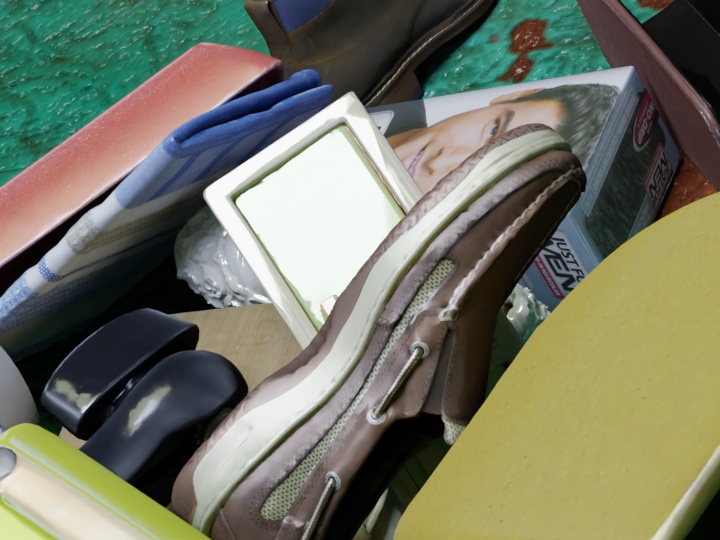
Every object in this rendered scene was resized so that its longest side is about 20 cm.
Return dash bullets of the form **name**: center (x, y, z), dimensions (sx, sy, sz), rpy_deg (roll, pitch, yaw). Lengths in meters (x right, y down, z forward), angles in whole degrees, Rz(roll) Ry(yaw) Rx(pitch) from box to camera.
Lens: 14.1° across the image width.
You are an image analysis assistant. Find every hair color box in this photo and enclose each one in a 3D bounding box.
- **hair color box**: center (0.037, -0.028, 1.339), dimensions (0.199, 0.061, 0.099), rpy_deg (-7, 41, 34)

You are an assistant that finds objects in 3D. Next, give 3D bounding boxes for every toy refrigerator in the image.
- **toy refrigerator**: center (0.023, 0.034, 1.162), dimensions (0.076, 0.070, 0.200), rpy_deg (-33, 73, -1)

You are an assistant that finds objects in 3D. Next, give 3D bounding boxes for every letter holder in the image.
- **letter holder**: center (0.158, -0.128, 1.289), dimensions (0.100, 0.142, 0.200), rpy_deg (-32, 33, 1)

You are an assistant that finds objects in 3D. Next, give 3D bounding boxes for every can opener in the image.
- **can opener**: center (-0.110, 0.093, 1.147), dimensions (0.078, 0.064, 0.200), rpy_deg (16, 44, 27)

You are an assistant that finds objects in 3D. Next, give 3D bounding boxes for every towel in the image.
- **towel**: center (-0.110, -0.018, 1.336), dimensions (0.200, 0.024, 0.147), rpy_deg (-41, -7, 32)

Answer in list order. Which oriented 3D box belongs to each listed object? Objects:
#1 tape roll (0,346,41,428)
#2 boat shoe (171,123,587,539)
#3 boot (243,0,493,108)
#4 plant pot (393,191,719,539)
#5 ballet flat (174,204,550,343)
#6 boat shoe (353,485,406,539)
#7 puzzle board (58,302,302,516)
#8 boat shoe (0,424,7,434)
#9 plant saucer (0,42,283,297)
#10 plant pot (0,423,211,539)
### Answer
- **tape roll**: center (-0.254, 0.104, 1.289), dimensions (0.202, 0.203, 0.140), rpy_deg (-13, 37, 27)
- **boat shoe**: center (0.023, 0.040, 1.089), dimensions (0.075, 0.075, 0.202), rpy_deg (44, 97, 18)
- **boot**: center (0.012, -0.158, 1.492), dimensions (0.074, 0.097, 0.200), rpy_deg (-2, 45, 39)
- **plant pot**: center (0.129, 0.091, 1.003), dimensions (0.200, 0.194, 0.196), rpy_deg (-2, 44, 53)
- **ballet flat**: center (0.000, 0.000, 1.257), dimensions (0.199, 0.072, 0.072), rpy_deg (19, 57, 26)
- **boat shoe**: center (-0.014, 0.086, 1.233), dimensions (0.073, 0.063, 0.201), rpy_deg (-25, 34, 13)
- **puzzle board**: center (-0.088, 0.103, 1.229), dimensions (0.150, 0.017, 0.201), rpy_deg (-7, 52, 42)
- **boat shoe**: center (-0.173, 0.160, 1.172), dimensions (0.071, 0.091, 0.201), rpy_deg (5, 61, 48)
- **plant saucer**: center (-0.126, -0.035, 1.399), dimensions (0.200, 0.037, 0.200), rpy_deg (-36, -6, -6)
- **plant pot**: center (-0.093, 0.184, 1.017), dimensions (0.199, 0.182, 0.200), rpy_deg (30, 70, 35)
